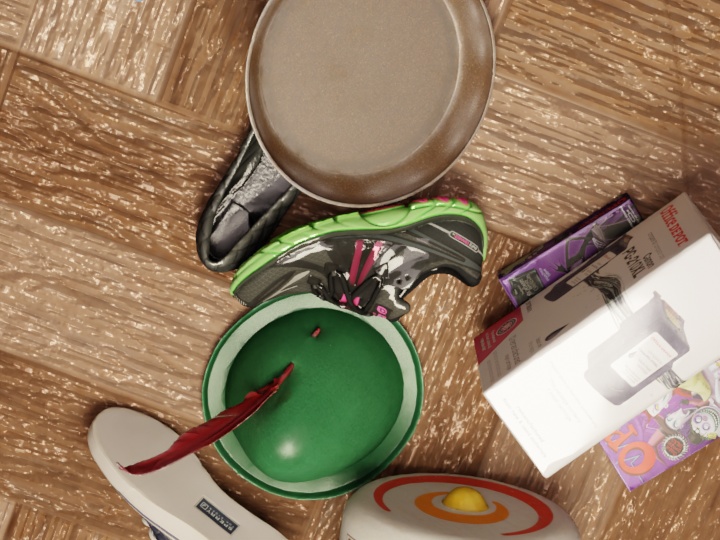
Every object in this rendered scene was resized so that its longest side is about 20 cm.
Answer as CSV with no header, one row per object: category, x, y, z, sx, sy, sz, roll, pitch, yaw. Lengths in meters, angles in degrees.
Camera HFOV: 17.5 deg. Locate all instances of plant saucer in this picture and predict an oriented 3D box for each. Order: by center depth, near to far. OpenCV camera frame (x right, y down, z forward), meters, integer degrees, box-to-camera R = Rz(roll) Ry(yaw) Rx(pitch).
plant saucer,0.004,-0.147,1.711,0.199,0.032,0.202,-8,109,-23

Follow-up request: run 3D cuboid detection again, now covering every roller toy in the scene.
roller toy,0.071,0.230,1.748,0.181,0.200,0.141,10,103,17

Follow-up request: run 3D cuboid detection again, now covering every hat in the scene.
hat,-0.045,0.121,1.724,0.199,0.176,0.166,-36,101,7

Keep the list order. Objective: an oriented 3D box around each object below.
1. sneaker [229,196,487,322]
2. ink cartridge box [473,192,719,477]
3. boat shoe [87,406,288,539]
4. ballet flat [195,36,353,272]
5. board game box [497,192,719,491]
sneaker,0.000,0.000,1.740,0.198,0.077,0.084,-12,85,-1
ink cartridge box,0.188,0.043,1.701,0.199,0.145,0.085,-35,102,8
boat shoe,-0.142,0.199,1.797,0.200,0.075,0.093,42,133,12
ballet flat,-0.060,-0.084,1.738,0.066,0.057,0.201,27,100,-7
board game box,0.206,0.056,1.794,0.120,0.032,0.201,-31,102,10
